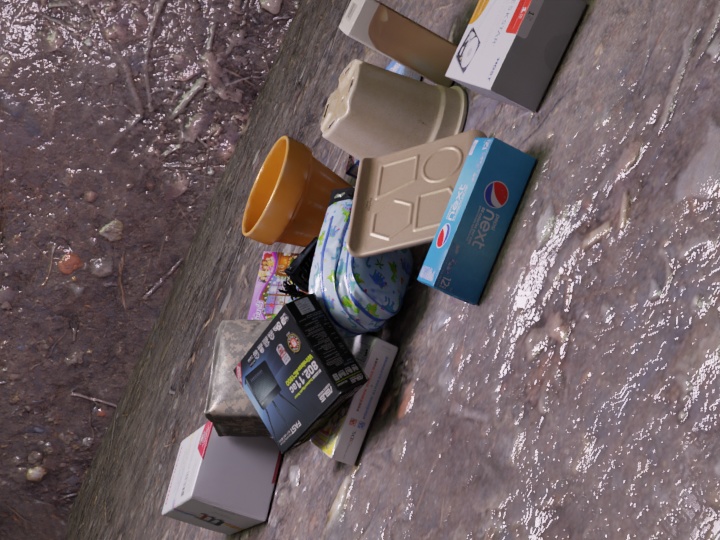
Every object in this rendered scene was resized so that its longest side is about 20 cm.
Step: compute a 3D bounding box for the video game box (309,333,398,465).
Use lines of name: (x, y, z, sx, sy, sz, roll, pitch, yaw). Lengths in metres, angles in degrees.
video game box: (-0.024, 0.183, 1.471, 0.184, 0.046, 0.200, -66, 18, -4)

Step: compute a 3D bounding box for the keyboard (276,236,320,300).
keyboard: (-0.078, 0.010, 1.532, 0.104, 0.040, 0.200, -48, -10, -4)

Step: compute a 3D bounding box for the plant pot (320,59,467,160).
plant pot: (0.043, -0.240, 1.551, 0.201, 0.182, 0.202, -54, 22, 34)

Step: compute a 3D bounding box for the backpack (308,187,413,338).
backpack: (0.000, 0.000, 1.430, 0.153, 0.163, 0.202, -1, 51, 47)

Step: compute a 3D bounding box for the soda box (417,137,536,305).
soda box: (0.147, -0.064, 1.233, 0.202, 0.067, 0.064, -67, 18, 1)

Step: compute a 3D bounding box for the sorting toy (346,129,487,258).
sorting toy: (0.084, -0.105, 1.367, 0.197, 0.037, 0.187, -10, 50, 23)

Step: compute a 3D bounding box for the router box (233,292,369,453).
router box: (-0.091, 0.152, 1.399, 0.151, 0.062, 0.200, 55, 136, 15)

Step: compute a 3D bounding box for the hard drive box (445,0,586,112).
hard drive box: (0.209, -0.316, 1.337, 0.158, 0.076, 0.200, -65, 19, 9)

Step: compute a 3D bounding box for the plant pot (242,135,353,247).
plant pot: (-0.102, -0.125, 1.830, 0.201, 0.181, 0.202, -53, 23, 35)

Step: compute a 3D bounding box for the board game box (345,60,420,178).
board game box: (0.047, -0.302, 1.834, 0.200, 0.043, 0.201, -41, 30, 54)

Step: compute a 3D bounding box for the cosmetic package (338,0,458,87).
cosmetic package: (0.070, -0.385, 1.615, 0.072, 0.198, 0.105, -61, 20, 14)

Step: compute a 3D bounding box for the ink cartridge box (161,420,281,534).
ink cartridge box: (-0.250, 0.374, 1.734, 0.200, 0.143, 0.147, -37, 35, 56)

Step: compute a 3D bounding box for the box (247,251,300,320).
box: (-0.130, 0.059, 1.776, 0.039, 0.135, 0.202, 81, -165, -54)

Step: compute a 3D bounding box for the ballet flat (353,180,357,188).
ballet flat: (0.021, -0.139, 1.643, 0.068, 0.068, 0.200, -45, 7, 24)

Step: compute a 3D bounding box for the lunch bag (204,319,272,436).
lunch bag: (-0.167, 0.174, 1.648, 0.118, 0.161, 0.203, 74, -163, -57)
